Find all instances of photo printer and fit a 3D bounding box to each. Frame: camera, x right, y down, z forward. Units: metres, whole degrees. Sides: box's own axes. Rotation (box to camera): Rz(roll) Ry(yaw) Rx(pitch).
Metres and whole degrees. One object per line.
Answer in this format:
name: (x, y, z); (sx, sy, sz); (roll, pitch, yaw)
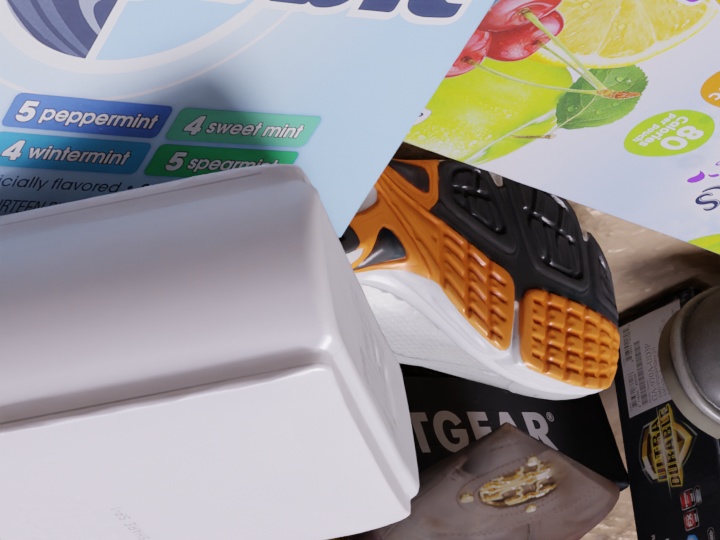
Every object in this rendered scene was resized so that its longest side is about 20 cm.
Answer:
photo printer: (-0.093, 0.041, 0.702); (0.200, 0.070, 0.166); (-11, 159, 5)

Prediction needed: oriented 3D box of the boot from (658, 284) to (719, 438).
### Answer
boot: (0.225, -0.006, 0.907); (0.182, 0.073, 0.200); (-6, 160, -29)

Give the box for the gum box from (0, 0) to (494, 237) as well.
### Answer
gum box: (-0.031, -0.095, 0.638); (0.170, 0.045, 0.200); (2, 133, -41)

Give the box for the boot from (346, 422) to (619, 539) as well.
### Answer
boot: (0.065, 0.110, 0.970); (0.186, 0.064, 0.200); (-13, 155, -25)

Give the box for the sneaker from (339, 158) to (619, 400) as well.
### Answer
sneaker: (0.000, 0.000, 0.888); (0.200, 0.076, 0.092); (24, 147, -30)

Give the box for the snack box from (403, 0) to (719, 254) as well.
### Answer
snack box: (0.120, -0.082, 0.760); (0.200, 0.068, 0.169); (16, 143, -36)

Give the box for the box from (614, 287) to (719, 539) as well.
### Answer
box: (0.187, 0.109, 1.012); (0.200, 0.159, 0.046); (22, 141, -41)

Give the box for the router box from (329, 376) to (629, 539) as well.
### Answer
router box: (-0.013, 0.092, 1.006); (0.200, 0.051, 0.149); (3, 152, -47)
